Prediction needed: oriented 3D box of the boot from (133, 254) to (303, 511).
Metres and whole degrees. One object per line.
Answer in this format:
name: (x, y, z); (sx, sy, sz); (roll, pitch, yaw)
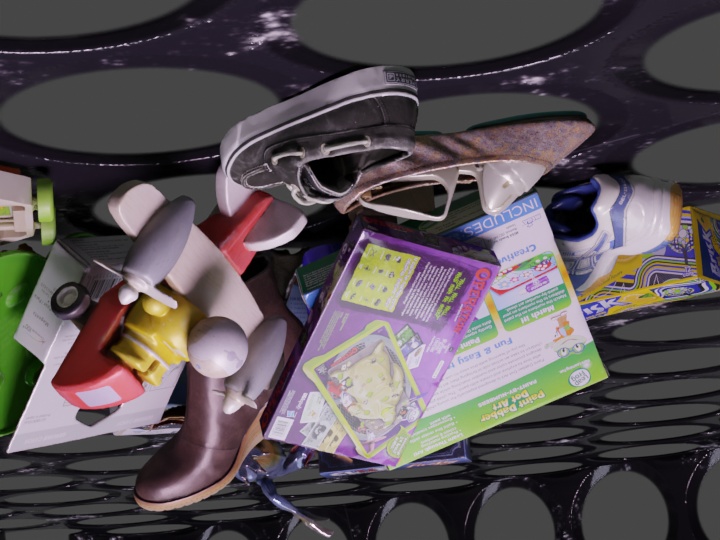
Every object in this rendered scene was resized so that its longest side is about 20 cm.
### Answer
boot: (-0.132, 0.095, 1.575); (0.200, 0.072, 0.167); (-35, 129, -15)

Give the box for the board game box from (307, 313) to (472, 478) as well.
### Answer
board game box: (0.024, 0.079, 1.677); (0.135, 0.201, 0.035); (-8, 166, 11)

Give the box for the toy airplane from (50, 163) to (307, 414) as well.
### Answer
toy airplane: (-0.116, 0.021, 1.374); (0.200, 0.141, 0.200); (-3, 126, -35)

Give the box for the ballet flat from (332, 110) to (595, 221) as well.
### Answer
ballet flat: (0.071, -0.070, 1.339); (0.199, 0.067, 0.068); (-6, 168, 4)

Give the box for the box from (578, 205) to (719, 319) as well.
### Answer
box: (0.230, -0.001, 1.697); (0.200, 0.070, 0.064); (-15, 162, 37)

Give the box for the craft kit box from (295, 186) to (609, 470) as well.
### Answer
craft kit box: (0.076, 0.043, 1.481); (0.199, 0.049, 0.198); (-23, 122, 2)

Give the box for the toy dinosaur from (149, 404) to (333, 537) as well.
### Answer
toy dinosaur: (-0.090, 0.157, 1.743); (0.200, 0.105, 0.181); (29, 169, -2)

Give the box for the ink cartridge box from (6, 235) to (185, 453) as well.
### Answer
ink cartridge box: (-0.202, 0.054, 1.517); (0.044, 0.174, 0.200); (37, -159, 25)

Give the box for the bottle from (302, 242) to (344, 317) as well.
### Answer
bottle: (0.054, 0.009, 1.531); (0.199, 0.084, 0.065); (-8, 139, -9)

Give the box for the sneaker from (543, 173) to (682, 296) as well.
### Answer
sneaker: (0.182, -0.037, 1.552); (0.088, 0.076, 0.200); (13, 154, -22)

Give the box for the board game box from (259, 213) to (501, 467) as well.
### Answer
board game box: (0.013, 0.057, 1.434); (0.120, 0.032, 0.200); (17, 117, -19)

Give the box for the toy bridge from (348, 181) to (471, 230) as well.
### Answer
toy bridge: (0.025, -0.057, 1.468); (0.067, 0.027, 0.200); (0, 166, -20)

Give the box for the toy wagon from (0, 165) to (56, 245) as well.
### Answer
toy wagon: (-0.302, -0.049, 1.362); (0.155, 0.040, 0.200); (-3, 167, -9)

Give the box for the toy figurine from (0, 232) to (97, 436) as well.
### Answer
toy figurine: (-0.332, 0.025, 1.517); (0.184, 0.200, 0.150); (15, 136, 34)

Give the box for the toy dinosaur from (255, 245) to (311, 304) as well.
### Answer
toy dinosaur: (0.000, 0.000, 1.606); (0.199, 0.077, 0.102); (-8, 174, 28)

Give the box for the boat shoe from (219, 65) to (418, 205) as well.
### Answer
boat shoe: (-0.033, -0.080, 1.266); (0.071, 0.064, 0.200); (4, 165, -34)

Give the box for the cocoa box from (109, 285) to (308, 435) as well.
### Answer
cocoa box: (-0.129, 0.076, 1.757); (0.199, 0.134, 0.131); (0, 164, -22)
